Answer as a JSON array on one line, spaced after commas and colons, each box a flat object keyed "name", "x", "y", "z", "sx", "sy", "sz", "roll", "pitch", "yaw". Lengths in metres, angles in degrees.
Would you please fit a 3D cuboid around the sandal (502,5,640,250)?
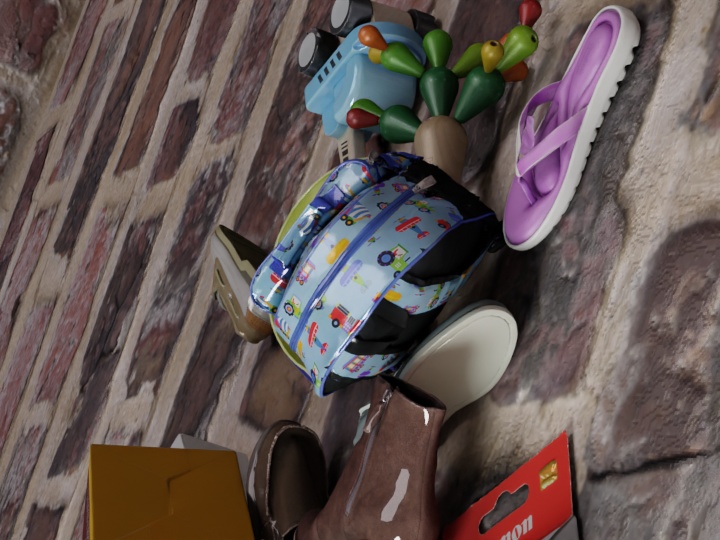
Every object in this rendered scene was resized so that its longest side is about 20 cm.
[{"name": "sandal", "x": 0.148, "y": -0.115, "z": 1.228, "sx": 0.203, "sy": 0.050, "sz": 0.082, "roll": -66, "pitch": 23, "yaw": 4}]

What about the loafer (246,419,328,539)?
[{"name": "loafer", "x": -0.050, "y": 0.218, "z": 1.346, "sx": 0.071, "sy": 0.073, "sz": 0.200, "roll": -34, "pitch": 50, "yaw": 47}]

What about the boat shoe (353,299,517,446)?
[{"name": "boat shoe", "x": 0.052, "y": 0.081, "z": 1.233, "sx": 0.200, "sy": 0.073, "sz": 0.062, "roll": -56, "pitch": 28, "yaw": 37}]

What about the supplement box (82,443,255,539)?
[{"name": "supplement box", "x": -0.174, "y": 0.283, "z": 1.368, "sx": 0.197, "sy": 0.133, "sz": 0.200, "roll": -117, "pitch": 33, "yaw": -68}]

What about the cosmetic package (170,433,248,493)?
[{"name": "cosmetic package", "x": -0.181, "y": 0.274, "z": 1.557, "sx": 0.200, "sy": 0.081, "sz": 0.113, "roll": -58, "pitch": 26, "yaw": 20}]

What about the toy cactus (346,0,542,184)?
[{"name": "toy cactus", "x": 0.067, "y": -0.145, "z": 1.353, "sx": 0.200, "sy": 0.102, "sz": 0.165, "roll": -15, "pitch": 57, "yaw": 26}]

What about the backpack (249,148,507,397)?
[{"name": "backpack", "x": 0.002, "y": 0.002, "z": 1.226, "sx": 0.183, "sy": 0.135, "sz": 0.200, "roll": -53, "pitch": -9, "yaw": 19}]

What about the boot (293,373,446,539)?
[{"name": "boot", "x": 0.011, "y": 0.160, "z": 1.202, "sx": 0.200, "sy": 0.072, "sz": 0.166, "roll": -161, "pitch": 79, "yaw": -68}]

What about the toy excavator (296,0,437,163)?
[{"name": "toy excavator", "x": -0.006, "y": -0.144, "z": 1.556, "sx": 0.194, "sy": 0.100, "sz": 0.200, "roll": -46, "pitch": 39, "yaw": 44}]

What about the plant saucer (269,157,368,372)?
[{"name": "plant saucer", "x": 0.000, "y": 0.000, "z": 1.401, "sx": 0.200, "sy": 0.031, "sz": 0.200, "roll": -16, "pitch": 65, "yaw": 38}]

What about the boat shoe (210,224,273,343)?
[{"name": "boat shoe", "x": -0.128, "y": 0.012, "z": 1.691, "sx": 0.068, "sy": 0.075, "sz": 0.200, "roll": -57, "pitch": 25, "yaw": 10}]

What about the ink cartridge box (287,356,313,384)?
[{"name": "ink cartridge box", "x": -0.001, "y": 0.009, "z": 1.464, "sx": 0.200, "sy": 0.037, "sz": 0.095, "roll": -63, "pitch": 24, "yaw": 5}]

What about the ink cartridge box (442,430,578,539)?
[{"name": "ink cartridge box", "x": 0.083, "y": 0.221, "z": 1.068, "sx": 0.161, "sy": 0.050, "sz": 0.200, "roll": -46, "pitch": 33, "yaw": 41}]
